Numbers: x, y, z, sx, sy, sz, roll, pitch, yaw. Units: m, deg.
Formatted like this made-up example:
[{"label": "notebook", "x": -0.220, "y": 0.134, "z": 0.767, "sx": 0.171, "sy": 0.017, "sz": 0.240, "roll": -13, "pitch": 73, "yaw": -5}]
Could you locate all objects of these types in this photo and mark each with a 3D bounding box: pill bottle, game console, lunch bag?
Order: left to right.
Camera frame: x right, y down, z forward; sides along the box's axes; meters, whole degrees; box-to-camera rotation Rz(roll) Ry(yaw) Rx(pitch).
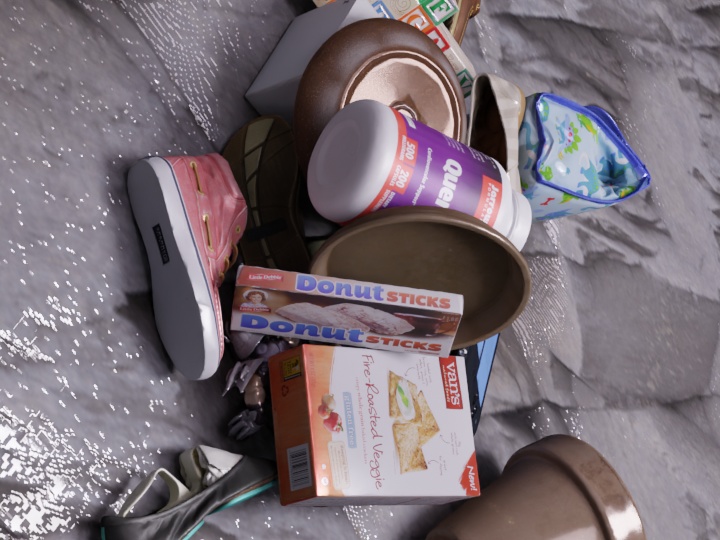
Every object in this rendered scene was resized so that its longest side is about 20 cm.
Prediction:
[{"label": "pill bottle", "x": 0.058, "y": -0.069, "z": 1.394, "sx": 0.199, "sy": 0.112, "sz": 0.113, "roll": 22, "pitch": 65, "yaw": -33}, {"label": "game console", "x": 0.125, "y": 0.056, "z": 1.594, "sx": 0.177, "sy": 0.031, "sz": 0.201, "roll": 86, "pitch": 18, "yaw": -60}, {"label": "lunch bag", "x": 0.191, "y": -0.108, "z": 1.674, "sx": 0.199, "sy": 0.169, "sz": 0.128, "roll": 18, "pitch": 70, "yaw": -42}]

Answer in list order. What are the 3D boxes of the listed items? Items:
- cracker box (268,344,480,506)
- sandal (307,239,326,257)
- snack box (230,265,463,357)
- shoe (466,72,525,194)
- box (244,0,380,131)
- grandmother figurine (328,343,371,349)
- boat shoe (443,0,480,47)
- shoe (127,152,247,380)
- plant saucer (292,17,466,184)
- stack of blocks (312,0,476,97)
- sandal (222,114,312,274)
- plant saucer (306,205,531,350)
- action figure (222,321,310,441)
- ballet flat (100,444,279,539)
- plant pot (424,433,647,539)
[{"label": "cracker box", "x": 0.015, "y": 0.143, "z": 1.402, "sx": 0.199, "sy": 0.058, "sz": 0.135, "roll": 7, "pitch": 71, "yaw": -41}, {"label": "sandal", "x": 0.000, "y": -0.001, "z": 1.525, "sx": 0.200, "sy": 0.057, "sz": 0.080, "roll": -19, "pitch": 94, "yaw": -47}, {"label": "snack box", "x": -0.013, "y": 0.037, "z": 1.363, "sx": 0.198, "sy": 0.072, "sz": 0.024, "roll": 8, "pitch": 54, "yaw": -4}, {"label": "shoe", "x": 0.125, "y": -0.103, "z": 1.541, "sx": 0.053, "sy": 0.069, "sz": 0.201, "roll": 36, "pitch": 54, "yaw": -55}, {"label": "box", "x": 0.001, "y": -0.152, "z": 1.535, "sx": 0.200, "sy": 0.097, "sz": 0.125, "roll": 50, "pitch": 49, "yaw": -27}, {"label": "grandmother figurine", "x": 0.026, "y": 0.064, "z": 1.492, "sx": 0.061, "sy": 0.120, "sz": 0.201, "roll": -104, "pitch": 173, "yaw": -52}, {"label": "boat shoe", "x": 0.105, "y": -0.300, "z": 1.701, "sx": 0.067, "sy": 0.072, "sz": 0.201, "roll": 31, "pitch": 57, "yaw": -36}, {"label": "shoe", "x": -0.137, "y": -0.008, "z": 1.370, "sx": 0.091, "sy": 0.071, "sz": 0.201, "roll": -11, "pitch": 84, "yaw": -42}, {"label": "plant saucer", "x": 0.030, "y": -0.137, "z": 1.458, "sx": 0.199, "sy": 0.037, "sz": 0.202, "roll": -4, "pitch": 98, "yaw": -33}, {"label": "stack of blocks", "x": 0.043, "y": -0.256, "z": 1.584, "sx": 0.200, "sy": 0.115, "sz": 0.059, "roll": 51, "pitch": 15, "yaw": -26}, {"label": "sandal", "x": -0.082, "y": -0.046, "z": 1.441, "sx": 0.054, "sy": 0.080, "sz": 0.201, "roll": 56, "pitch": 20, "yaw": -72}, {"label": "plant saucer", "x": 0.051, "y": 0.006, "z": 1.366, "sx": 0.200, "sy": 0.199, "sz": 0.030, "roll": 36, "pitch": 42, "yaw": -35}, {"label": "action figure", "x": -0.065, "y": 0.123, "z": 1.423, "sx": 0.200, "sy": 0.069, "sz": 0.130, "roll": 53, "pitch": 55, "yaw": -19}, {"label": "ballet flat", "x": -0.143, "y": 0.191, "z": 1.322, "sx": 0.200, "sy": 0.068, "sz": 0.069, "roll": -30, "pitch": 93, "yaw": -47}, {"label": "plant pot", "x": 0.163, "y": 0.285, "z": 1.550, "sx": 0.174, "sy": 0.200, "sz": 0.202, "roll": -17, "pitch": 92, "yaw": -31}]
